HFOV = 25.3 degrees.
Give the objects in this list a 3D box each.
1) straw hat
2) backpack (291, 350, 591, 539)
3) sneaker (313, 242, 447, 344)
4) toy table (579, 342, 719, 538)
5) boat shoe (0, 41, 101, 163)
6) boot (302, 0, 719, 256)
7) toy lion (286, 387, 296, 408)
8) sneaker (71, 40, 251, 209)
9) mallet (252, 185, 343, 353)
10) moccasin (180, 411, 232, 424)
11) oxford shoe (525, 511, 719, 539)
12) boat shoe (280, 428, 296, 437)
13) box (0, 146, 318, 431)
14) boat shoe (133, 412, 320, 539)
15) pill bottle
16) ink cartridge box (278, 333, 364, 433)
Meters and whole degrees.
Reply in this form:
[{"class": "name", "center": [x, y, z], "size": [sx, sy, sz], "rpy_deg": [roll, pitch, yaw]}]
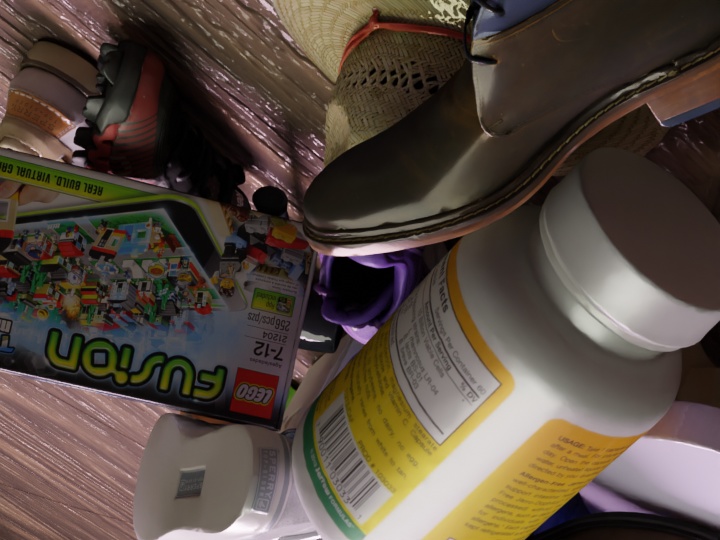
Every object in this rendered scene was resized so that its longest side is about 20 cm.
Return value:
[{"class": "straw hat", "center": [0.028, -0.065, 0.689], "size": [0.199, 0.086, 0.201], "rpy_deg": [23, 158, 10]}, {"class": "backpack", "center": [0.059, 0.125, 0.887], "size": [0.162, 0.168, 0.201], "rpy_deg": [-28, 108, 36]}, {"class": "sneaker", "center": [0.000, 0.000, 0.867], "size": [0.080, 0.084, 0.200], "rpy_deg": [24, 160, 9]}, {"class": "toy table", "center": [0.184, 0.071, 0.769], "size": [0.182, 0.118, 0.200], "rpy_deg": [25, 159, 3]}, {"class": "boat shoe", "center": [-0.190, -0.061, 0.969], "size": [0.074, 0.069, 0.200], "rpy_deg": [25, 158, 7]}, {"class": "boot", "center": [0.048, -0.082, 0.578], "size": [0.199, 0.075, 0.097], "rpy_deg": [-26, 124, 14]}, {"class": "toy lion", "center": [-0.056, 0.151, 1.304], "size": [0.192, 0.069, 0.199], "rpy_deg": [43, 155, -17]}, {"class": "sneaker", "center": [-0.107, -0.054, 0.893], "size": [0.097, 0.071, 0.201], "rpy_deg": [12, 149, 2]}, {"class": "mallet", "center": [-0.054, -0.003, 0.953], "size": [0.065, 0.042, 0.200], "rpy_deg": [10, 158, 14]}, {"class": "moccasin", "center": [-0.107, 0.077, 1.031], "size": [0.077, 0.204, 0.074], "rpy_deg": [-10, 179, 5]}, {"class": "oxford shoe", "center": [0.085, 0.166, 0.753], "size": [0.198, 0.085, 0.073], "rpy_deg": [-11, 108, 14]}, {"class": "boat shoe", "center": [-0.024, 0.181, 0.971], "size": [0.071, 0.072, 0.201], "rpy_deg": [57, -176, -42]}, {"class": "box", "center": [-0.127, 0.009, 0.825], "size": [0.198, 0.111, 0.035], "rpy_deg": [13, 172, -14]}, {"class": "boat shoe", "center": [-0.062, 0.108, 0.816], "size": [0.068, 0.073, 0.200], "rpy_deg": [16, 162, -22]}, {"class": "pill bottle", "center": [0.065, 0.044, 0.686], "size": [0.112, 0.113, 0.200], "rpy_deg": [32, 125, -12]}, {"class": "ink cartridge box", "center": [0.045, 0.133, 1.106], "size": [0.199, 0.084, 0.144], "rpy_deg": [30, 158, -7]}]
